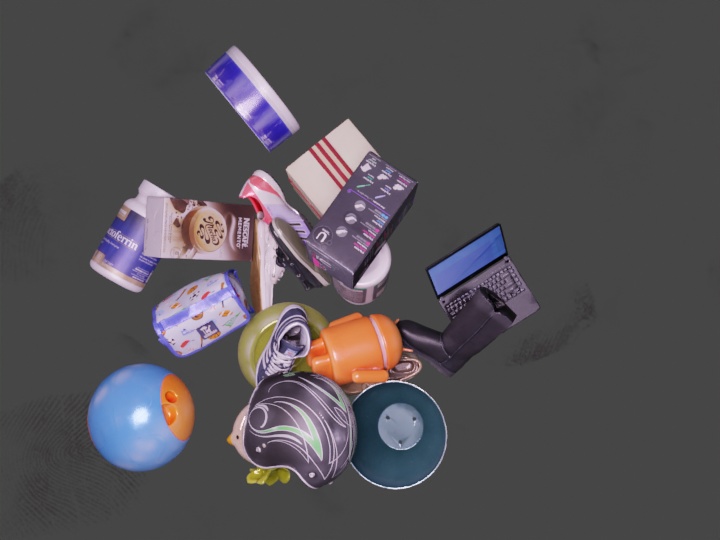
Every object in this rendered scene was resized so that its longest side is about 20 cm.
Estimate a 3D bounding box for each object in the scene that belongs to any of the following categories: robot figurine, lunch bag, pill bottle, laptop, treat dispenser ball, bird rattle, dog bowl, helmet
[{"bbox_3d":[-0.004,0.153,1.620,0.198,0.144,0.118,-16,100,-12],"label":"robot figurine"},{"bbox_3d":[-0.301,0.079,1.611,0.169,0.200,0.125,-28,89,-4],"label":"lunch bag"},{"bbox_3d":[-0.434,-0.069,1.653,0.115,0.116,0.201,29,87,-1],"label":"pill bottle"},{"bbox_3d":[0.248,0.037,1.681,0.176,0.103,0.201,-31,90,-2],"label":"laptop"},{"bbox_3d":[-0.415,0.278,1.599,0.199,0.201,0.203,0,88,-2],"label":"treat dispenser ball"},{"bbox_3d":[0.000,0.000,1.617,0.112,0.200,0.114,0,75,-1],"label":"pill bottle"},{"bbox_3d":[-0.172,0.324,1.661,0.162,0.113,0.201,32,85,11],"label":"bird rattle"},{"bbox_3d":[-0.208,-0.330,1.626,0.079,0.200,0.200,-39,90,1],"label":"dog bowl"},{"bbox_3d":[-0.099,0.286,1.528,0.189,0.200,0.202,8,88,17],"label":"helmet"}]

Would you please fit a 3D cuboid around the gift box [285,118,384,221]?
[{"bbox_3d":[-0.032,-0.146,1.644,0.200,0.185,0.187,-41,82,0],"label":"gift box"}]

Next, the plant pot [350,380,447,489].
[{"bbox_3d":[0.073,0.313,1.643,0.198,0.135,0.202,-1,86,9],"label":"plant pot"}]

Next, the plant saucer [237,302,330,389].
[{"bbox_3d":[-0.143,0.164,1.669,0.198,0.031,0.202,-3,103,-12],"label":"plant saucer"}]

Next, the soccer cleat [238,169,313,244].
[{"bbox_3d":[-0.161,-0.104,1.658,0.073,0.068,0.200,-50,120,-21],"label":"soccer cleat"}]

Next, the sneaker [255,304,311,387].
[{"bbox_3d":[-0.148,0.171,1.595,0.070,0.109,0.202,17,99,-15],"label":"sneaker"}]

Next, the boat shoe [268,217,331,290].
[{"bbox_3d":[-0.134,-0.025,1.649,0.066,0.199,0.075,-26,50,16],"label":"boat shoe"}]

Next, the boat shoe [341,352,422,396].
[{"bbox_3d":[0.026,0.206,1.686,0.198,0.065,0.072,-16,89,-3],"label":"boat shoe"}]

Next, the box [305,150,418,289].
[{"bbox_3d":[0.001,-0.086,1.472,0.106,0.122,0.201,33,77,7],"label":"box"}]

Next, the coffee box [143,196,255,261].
[{"bbox_3d":[-0.308,-0.079,1.621,0.199,0.079,0.114,1,93,-40],"label":"coffee box"}]

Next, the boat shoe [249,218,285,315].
[{"bbox_3d":[-0.182,-0.003,1.684,0.069,0.071,0.202,-2,92,-27],"label":"boat shoe"}]

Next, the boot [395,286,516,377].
[{"bbox_3d":[0.182,0.102,1.641,0.164,0.066,0.200,34,130,-10],"label":"boot"}]
